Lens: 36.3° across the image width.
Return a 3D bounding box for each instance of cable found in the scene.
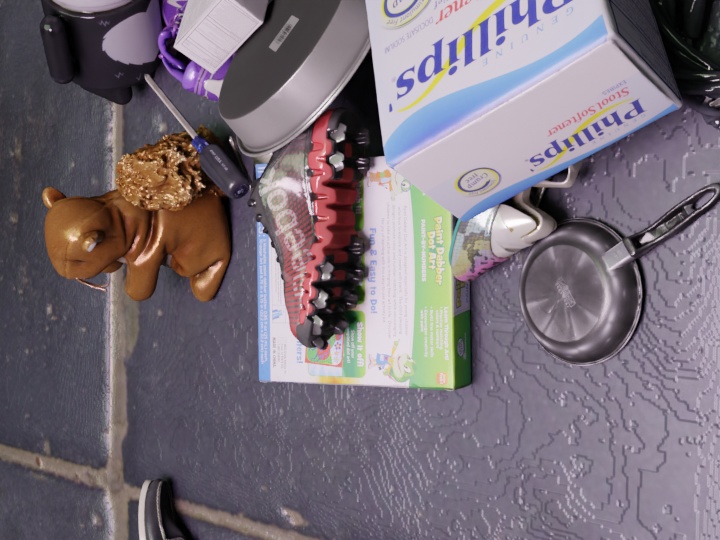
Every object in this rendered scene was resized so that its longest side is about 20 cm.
[{"bbox_3d":[0.280,-0.194,0.735,0.200,0.050,0.164,-47,56,39],"label":"cable"}]

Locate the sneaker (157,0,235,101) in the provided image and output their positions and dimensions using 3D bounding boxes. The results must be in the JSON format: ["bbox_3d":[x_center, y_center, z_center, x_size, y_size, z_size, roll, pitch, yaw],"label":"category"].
[{"bbox_3d":[-0.172,-0.242,1.122,0.081,0.083,0.201,-64,36,27],"label":"sneaker"}]

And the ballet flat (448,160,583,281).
[{"bbox_3d":[0.132,-0.072,0.861,0.071,0.069,0.202,33,108,35],"label":"ballet flat"}]

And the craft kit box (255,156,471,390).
[{"bbox_3d":[0.000,0.000,0.970,0.196,0.048,0.203,0,91,30],"label":"craft kit box"}]

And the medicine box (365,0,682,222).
[{"bbox_3d":[0.107,-0.170,0.789,0.181,0.103,0.202,-28,51,30],"label":"medicine box"}]

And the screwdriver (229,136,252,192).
[{"bbox_3d":[-0.086,-0.033,1.049,0.202,0.028,0.029,67,164,-9],"label":"screwdriver"}]

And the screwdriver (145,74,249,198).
[{"bbox_3d":[-0.163,-0.130,1.041,0.200,0.028,0.029,43,102,36],"label":"screwdriver"}]

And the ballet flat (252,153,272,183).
[{"bbox_3d":[-0.079,-0.155,1.057,0.073,0.073,0.203,1,91,43],"label":"ballet flat"}]

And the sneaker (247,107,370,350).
[{"bbox_3d":[-0.048,-0.036,0.933,0.097,0.071,0.203,3,90,27],"label":"sneaker"}]

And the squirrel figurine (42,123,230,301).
[{"bbox_3d":[-0.225,-0.066,1.119,0.142,0.186,0.201,51,123,31],"label":"squirrel figurine"}]

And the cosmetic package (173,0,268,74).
[{"bbox_3d":[-0.117,-0.283,1.039,0.082,0.050,0.201,-34,35,38],"label":"cosmetic package"}]

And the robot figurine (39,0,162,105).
[{"bbox_3d":[-0.273,-0.274,1.174,0.201,0.123,0.151,92,169,-51],"label":"robot figurine"}]

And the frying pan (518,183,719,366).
[{"bbox_3d":[0.192,0.011,0.833,0.189,0.031,0.116,-15,81,46],"label":"frying pan"}]

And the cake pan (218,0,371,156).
[{"bbox_3d":[-0.054,-0.190,0.936,0.200,0.037,0.201,-37,33,30],"label":"cake pan"}]

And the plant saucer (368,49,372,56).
[{"bbox_3d":[0.052,-0.271,0.953,0.199,0.037,0.203,1,91,43],"label":"plant saucer"}]

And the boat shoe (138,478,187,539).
[{"bbox_3d":[-0.198,0.323,1.199,0.067,0.072,0.202,-16,69,6],"label":"boat shoe"}]
